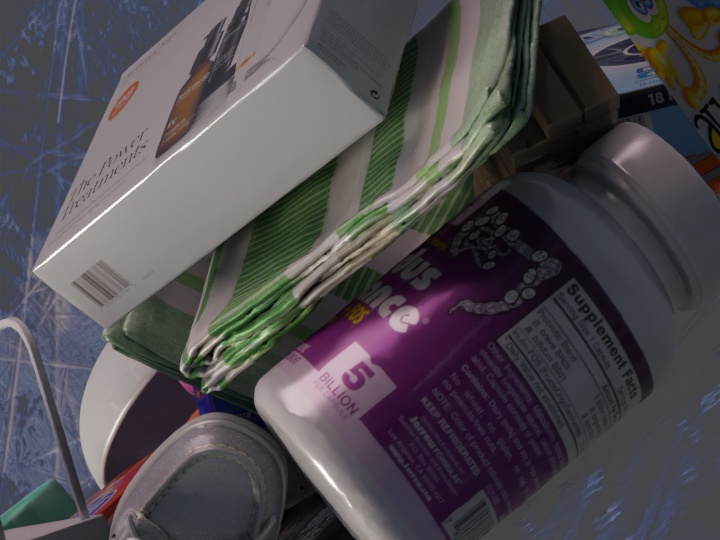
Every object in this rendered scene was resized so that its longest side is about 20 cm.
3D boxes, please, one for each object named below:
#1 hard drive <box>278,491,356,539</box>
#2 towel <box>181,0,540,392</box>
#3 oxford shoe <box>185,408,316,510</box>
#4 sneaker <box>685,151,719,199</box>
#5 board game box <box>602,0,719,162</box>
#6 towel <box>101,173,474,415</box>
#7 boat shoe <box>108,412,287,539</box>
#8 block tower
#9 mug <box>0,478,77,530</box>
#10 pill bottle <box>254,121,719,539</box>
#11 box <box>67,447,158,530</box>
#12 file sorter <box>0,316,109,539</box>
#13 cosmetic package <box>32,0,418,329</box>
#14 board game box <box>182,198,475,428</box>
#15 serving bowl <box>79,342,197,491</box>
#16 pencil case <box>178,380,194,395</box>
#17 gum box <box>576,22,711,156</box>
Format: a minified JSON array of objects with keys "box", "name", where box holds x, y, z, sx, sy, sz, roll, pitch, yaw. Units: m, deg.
[{"box":[-0.037,0.150,0.960,0.200,0.033,0.139,-36,4,43],"name":"hard drive"},{"box":[0.001,-0.049,0.832,0.200,0.023,0.153,-40,23,31],"name":"towel"},{"box":[-0.033,0.096,1.071,0.072,0.072,0.200,-15,-3,24],"name":"oxford shoe"},{"box":[0.174,-0.051,1.180,0.199,0.078,0.112,-21,10,43],"name":"sneaker"},{"box":[0.192,-0.139,0.914,0.105,0.201,0.103,-38,3,-22],"name":"board game box"},{"box":[-0.027,-0.021,0.983,0.023,0.151,0.201,111,-179,-64],"name":"towel"},{"box":[-0.092,0.157,0.848,0.203,0.074,0.065,-58,13,14],"name":"boat shoe"},{"box":[0.088,-0.031,0.918,0.054,0.058,0.201,-23,-34,-7],"name":"block tower"},{"box":[-0.226,0.229,1.255,0.152,0.115,0.185,-38,4,4],"name":"mug"},{"box":[0.061,0.030,0.812,0.200,0.113,0.112,-39,3,-9],"name":"pill bottle"},{"box":[-0.135,0.181,1.075,0.099,0.096,0.200,-33,6,44],"name":"box"},{"box":[-0.254,0.110,0.956,0.199,0.126,0.138,-16,-1,-34],"name":"file sorter"},{"box":[-0.056,-0.081,0.881,0.200,0.052,0.151,-35,24,37],"name":"cosmetic package"},{"box":[0.000,0.000,1.020,0.198,0.136,0.045,-11,-18,-14],"name":"board game box"},{"box":[-0.102,0.056,1.217,0.200,0.066,0.201,-36,-24,-19],"name":"serving bowl"},{"box":[-0.008,0.021,1.103,0.198,0.095,0.091,-1,-9,-22],"name":"pencil case"},{"box":[0.206,-0.116,1.092,0.168,0.045,0.200,-13,16,10],"name":"gum box"}]
